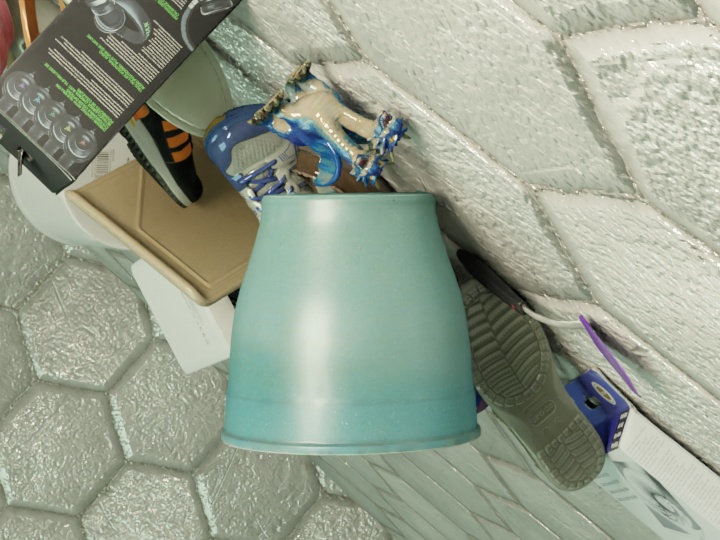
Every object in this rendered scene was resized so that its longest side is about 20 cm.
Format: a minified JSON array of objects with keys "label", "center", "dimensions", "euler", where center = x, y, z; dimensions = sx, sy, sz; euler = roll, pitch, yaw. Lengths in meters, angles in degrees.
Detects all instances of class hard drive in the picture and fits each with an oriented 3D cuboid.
[{"label":"hard drive","center":[-0.176,0.035,1.828],"dimensions":[0.132,0.026,0.200],"euler":[63,160,-1]}]

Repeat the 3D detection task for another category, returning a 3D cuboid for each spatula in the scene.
[{"label":"spatula","center":[0.141,0.033,1.375],"dimensions":[0.200,0.021,0.057],"euler":[34,169,37]}]

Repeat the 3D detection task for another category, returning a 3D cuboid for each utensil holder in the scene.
[{"label":"utensil holder","center":[-0.265,-0.105,1.884],"dimensions":[0.170,0.170,0.200],"euler":[45,166,-21]}]

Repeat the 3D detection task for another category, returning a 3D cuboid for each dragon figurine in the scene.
[{"label":"dragon figurine","center":[-0.026,-0.100,1.331],"dimensions":[0.099,0.059,0.200],"euler":[43,168,-8]}]

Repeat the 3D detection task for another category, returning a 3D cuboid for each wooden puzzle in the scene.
[{"label":"wooden puzzle","center":[-0.154,-0.050,1.707],"dimensions":[0.185,0.200,0.037],"euler":[37,131,22]}]

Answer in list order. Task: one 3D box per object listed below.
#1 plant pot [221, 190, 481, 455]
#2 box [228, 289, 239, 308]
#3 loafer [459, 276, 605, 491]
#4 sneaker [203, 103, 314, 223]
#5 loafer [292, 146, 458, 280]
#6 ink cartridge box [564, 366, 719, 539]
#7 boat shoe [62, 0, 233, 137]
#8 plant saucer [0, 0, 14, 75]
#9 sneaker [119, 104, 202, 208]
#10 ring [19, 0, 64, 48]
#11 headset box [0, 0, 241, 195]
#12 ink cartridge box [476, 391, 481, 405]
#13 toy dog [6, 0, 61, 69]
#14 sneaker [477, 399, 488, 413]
[{"label":"plant pot","center":[-0.009,0.033,1.365],"dimensions":[0.199,0.189,0.200],"euler":[-1,-177,0]},{"label":"box","center":[-0.066,0.037,1.826],"dimensions":[0.115,0.132,0.200],"euler":[49,167,-29]},{"label":"loafer","center":[0.126,0.093,1.469],"dimensions":[0.201,0.075,0.070],"euler":[61,169,-15]},{"label":"sneaker","center":[-0.062,-0.064,1.500],"dimensions":[0.200,0.075,0.088],"euler":[46,-162,-56]},{"label":"loafer","center":[0.007,-0.025,1.484],"dimensions":[0.200,0.071,0.073],"euler":[48,168,-29]},{"label":"ink cartridge box","center":[0.243,0.173,1.518],"dimensions":[0.200,0.041,0.200],"euler":[41,169,5]},{"label":"boat shoe","center":[-0.181,-0.189,1.507],"dimensions":[0.202,0.072,0.060],"euler":[47,169,5]},{"label":"plant saucer","center":[-0.377,-0.258,1.622],"dimensions":[0.201,0.051,0.201],"euler":[45,158,24]},{"label":"sneaker","center":[-0.170,-0.136,1.616],"dimensions":[0.070,0.090,0.200],"euler":[45,172,36]},{"label":"ring","center":[-0.260,-0.208,1.545],"dimensions":[0.200,0.019,0.202],"euler":[-8,-90,-86]},{"label":"headset box","center":[-0.201,-0.154,1.359],"dimensions":[0.093,0.200,0.174],"euler":[43,169,-10]},{"label":"ink cartridge box","center":[0.003,0.069,1.530],"dimensions":[0.199,0.044,0.094],"euler":[11,142,34]},{"label":"toy dog","center":[-0.304,-0.262,1.668],"dimensions":[0.132,0.096,0.201],"euler":[37,154,38]},{"label":"sneaker","center":[0.047,0.047,1.599],"dimensions":[0.200,0.087,0.076],"euler":[50,132,8]}]
